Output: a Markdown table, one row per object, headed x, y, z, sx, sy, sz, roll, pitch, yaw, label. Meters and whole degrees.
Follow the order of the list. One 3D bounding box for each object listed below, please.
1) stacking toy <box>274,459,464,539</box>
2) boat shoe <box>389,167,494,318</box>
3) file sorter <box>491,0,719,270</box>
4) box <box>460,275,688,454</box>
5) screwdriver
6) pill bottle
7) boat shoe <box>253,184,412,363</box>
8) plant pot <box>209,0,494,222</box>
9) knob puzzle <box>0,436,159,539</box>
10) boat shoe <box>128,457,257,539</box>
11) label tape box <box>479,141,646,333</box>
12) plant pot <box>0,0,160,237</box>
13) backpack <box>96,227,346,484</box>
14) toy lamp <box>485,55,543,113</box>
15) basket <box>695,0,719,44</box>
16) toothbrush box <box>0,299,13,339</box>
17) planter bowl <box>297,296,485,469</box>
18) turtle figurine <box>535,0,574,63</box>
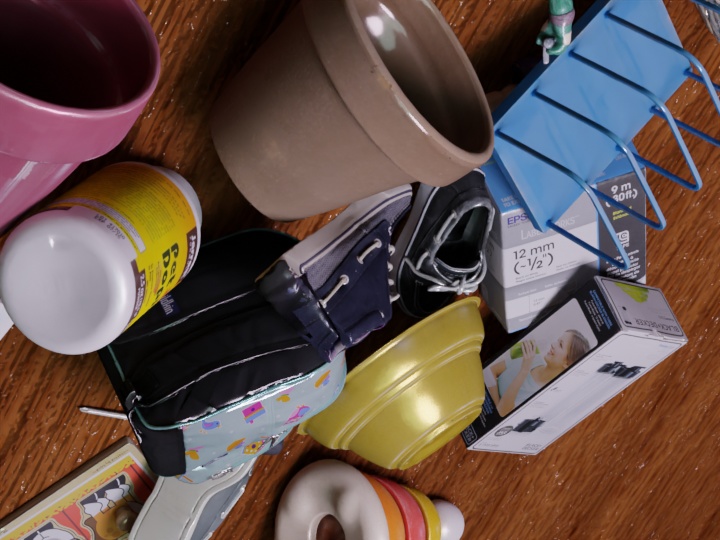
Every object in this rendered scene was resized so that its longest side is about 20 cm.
| x | y | z | sx | sy | sz | roll | pitch | yaw | label |
| --- | --- | --- | --- | --- | --- | --- | --- | --- | --- |
| 0.031 | 0.248 | 1.909 | 0.199 | 0.146 | 0.147 | 0 | 125 | -45 | stacking toy |
| 0.077 | -0.012 | 1.735 | 0.073 | 0.068 | 0.200 | -8 | 144 | -25 | boat shoe |
| 0.224 | -0.123 | 1.656 | 0.200 | 0.122 | 0.139 | -46 | 136 | -10 | file sorter |
| 0.187 | 0.089 | 1.840 | 0.200 | 0.061 | 0.116 | -40 | 150 | 30 | box |
| -0.156 | 0.141 | 1.787 | 0.198 | 0.029 | 0.028 | 10 | 119 | -32 | screwdriver |
| -0.190 | -0.017 | 1.540 | 0.108 | 0.200 | 0.110 | 5 | 109 | 15 | pill bottle |
| 0.000 | 0.000 | 1.619 | 0.075 | 0.093 | 0.200 | -40 | 179 | 44 | boat shoe |
| -0.021 | -0.129 | 1.567 | 0.174 | 0.201 | 0.200 | -31 | 134 | 22 | plant pot |
| -0.234 | 0.266 | 1.839 | 0.218 | 0.031 | 0.221 | -13 | 128 | -18 | knob puzzle |
| -0.136 | 0.182 | 1.789 | 0.201 | 0.073 | 0.062 | -57 | 163 | 12 | boat shoe |
| 0.177 | -0.057 | 1.779 | 0.142 | 0.066 | 0.201 | -18 | 131 | -14 | label tape box |
| -0.268 | -0.124 | 1.445 | 0.198 | 0.201 | 0.179 | 11 | 134 | -32 | plant pot |
| -0.109 | 0.066 | 1.661 | 0.199 | 0.176 | 0.154 | -25 | 146 | -9 | backpack |
| 0.091 | -0.132 | 1.690 | 0.198 | 0.058 | 0.059 | -20 | 130 | -9 | toy lamp |
| 0.328 | -0.266 | 1.656 | 0.123 | 0.136 | 0.200 | -32 | 132 | 4 | basket |
| -0.388 | 0.056 | 1.574 | 0.145 | 0.086 | 0.200 | 31 | 105 | -39 | toothbrush box |
| 0.048 | 0.116 | 1.764 | 0.200 | 0.084 | 0.201 | -35 | 168 | -9 | planter bowl |
| 0.122 | -0.252 | 1.578 | 0.101 | 0.149 | 0.200 | -54 | 171 | -7 | turtle figurine |
